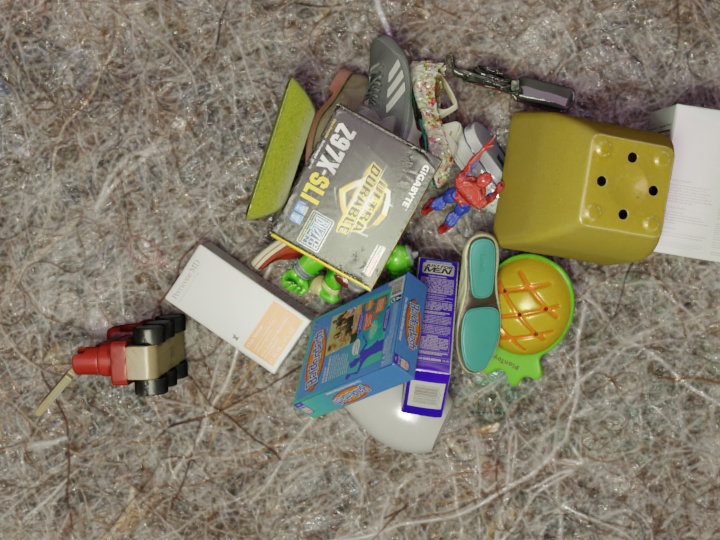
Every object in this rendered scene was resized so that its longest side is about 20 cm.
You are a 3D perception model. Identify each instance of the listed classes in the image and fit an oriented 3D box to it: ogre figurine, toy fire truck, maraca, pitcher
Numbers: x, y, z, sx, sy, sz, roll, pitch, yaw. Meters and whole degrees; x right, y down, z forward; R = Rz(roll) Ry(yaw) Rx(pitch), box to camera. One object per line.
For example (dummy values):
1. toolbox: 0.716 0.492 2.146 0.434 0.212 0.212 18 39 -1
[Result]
1. ogre figurine: 0.000 0.000 1.344 0.199 0.098 0.120 26 125 -9
2. toy fire truck: -0.366 0.138 1.365 0.199 0.176 0.129 -1 95 3
3. maraca: 0.236 0.072 1.366 0.137 0.107 0.201 24 109 19
4. pitcher: 0.044 0.165 1.384 0.199 0.121 0.172 25 84 12

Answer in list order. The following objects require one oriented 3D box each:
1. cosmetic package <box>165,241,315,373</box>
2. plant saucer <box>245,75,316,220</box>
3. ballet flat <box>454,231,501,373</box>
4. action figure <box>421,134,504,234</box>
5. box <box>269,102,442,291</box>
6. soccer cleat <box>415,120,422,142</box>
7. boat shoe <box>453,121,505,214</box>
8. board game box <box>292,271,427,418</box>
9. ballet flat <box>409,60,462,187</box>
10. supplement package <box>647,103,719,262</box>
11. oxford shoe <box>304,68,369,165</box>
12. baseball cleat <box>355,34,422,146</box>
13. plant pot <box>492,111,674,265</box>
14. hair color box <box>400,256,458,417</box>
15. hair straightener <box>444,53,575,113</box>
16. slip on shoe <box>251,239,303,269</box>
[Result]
1. cosmetic package: -0.179 0.055 1.401 0.200 0.071 0.102 34 96 0
2. plant saucer: -0.110 -0.166 1.320 0.048 0.200 0.200 18 96 -9
3. ballet flat: 0.164 0.043 1.326 0.069 0.069 0.201 5 97 2
4. action figure: 0.158 -0.119 1.316 0.099 0.200 0.065 -44 92 -15
5. box: -0.006 -0.098 1.247 0.159 0.049 0.201 30 98 2
6. soccer cleat: -0.001 -0.169 1.377 0.200 0.070 0.086 -37 51 -10
7. boat shoe: 0.198 -0.121 1.376 0.065 0.074 0.200 -28 97 31
8. board game box: -0.001 0.105 1.284 0.045 0.153 0.200 36 137 -29
9. ballet flat: 0.111 -0.218 1.337 0.064 0.076 0.201 -13 72 9
10. supplement package: 0.481 -0.118 1.313 0.151 0.151 0.201 9 95 3
11. oxford shoe: -0.024 -0.205 1.333 0.074 0.071 0.201 14 67 14
12. baseball cleat: 0.028 -0.241 1.302 0.106 0.070 0.201 -5 74 -34
13. plant pot: 0.312 -0.109 1.250 0.193 0.200 0.196 9 93 -12
14. hair color box: 0.098 0.092 1.318 0.065 0.201 0.110 8 139 3
15. hair straightener: 0.217 -0.277 1.351 0.199 0.077 0.041 21 92 2
16. slip on shoe: -0.069 -0.042 1.390 0.199 0.074 0.061 -23 96 0
